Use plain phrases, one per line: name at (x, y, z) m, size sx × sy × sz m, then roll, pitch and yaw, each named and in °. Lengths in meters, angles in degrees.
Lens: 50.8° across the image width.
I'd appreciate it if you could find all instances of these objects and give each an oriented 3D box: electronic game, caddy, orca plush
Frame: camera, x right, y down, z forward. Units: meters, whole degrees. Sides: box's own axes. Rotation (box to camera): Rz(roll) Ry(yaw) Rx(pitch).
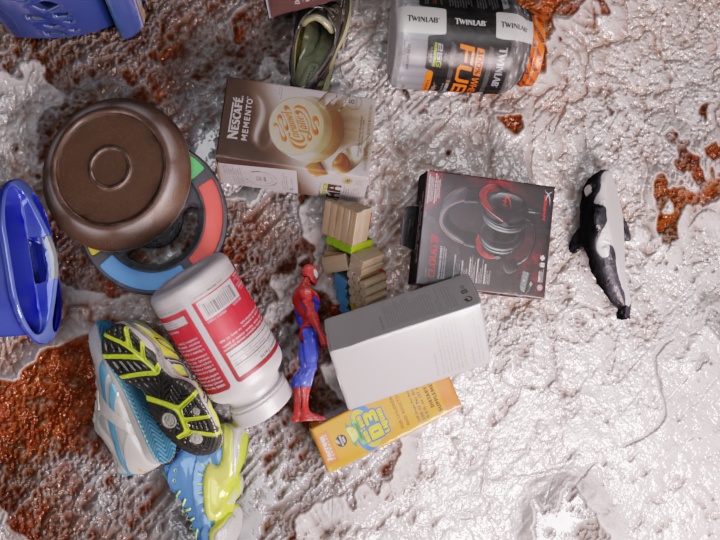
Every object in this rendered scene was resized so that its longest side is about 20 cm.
electronic game at (-0.273, -0.070, 1.000) m, size 0.194 × 0.042 × 0.206 m, roll 0°, pitch 88°, yaw -5°
caddy at (-0.425, -0.007, 0.936) m, size 0.102 × 0.141 × 0.206 m, roll -10°, pitch 89°, yaw 0°
orca plush at (0.329, -0.031, 1.052) m, size 0.104 × 0.070 × 0.205 m, roll -20°, pitch 96°, yaw -50°

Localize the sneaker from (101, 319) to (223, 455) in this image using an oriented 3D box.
sneaker at (-0.234, 0.139, 0.950) m, size 0.075 × 0.076 × 0.202 m, roll -35°, pitch 94°, yaw 17°

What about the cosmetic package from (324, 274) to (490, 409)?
cosmetic package at (0.060, 0.090, 0.959) m, size 0.195 × 0.075 × 0.104 m, roll -16°, pitch 123°, yaw -1°

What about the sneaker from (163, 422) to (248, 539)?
sneaker at (-0.206, 0.298, 0.986) m, size 0.102 × 0.076 × 0.206 m, roll 6°, pitch 80°, yaw 8°

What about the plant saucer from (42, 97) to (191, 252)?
plant saucer at (-0.316, -0.128, 0.971) m, size 0.194 × 0.032 × 0.206 m, roll 0°, pitch 81°, yaw 1°

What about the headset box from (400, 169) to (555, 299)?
headset box at (0.150, -0.047, 1.017) m, size 0.194 × 0.075 × 0.153 m, roll 7°, pitch 88°, yaw -5°

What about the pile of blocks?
pile of blocks at (0.000, 0.000, 1.020) m, size 0.061 × 0.081 × 0.206 m, roll -19°, pitch 101°, yaw -47°

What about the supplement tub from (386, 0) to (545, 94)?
supplement tub at (0.136, -0.299, 1.001) m, size 0.194 × 0.123 × 0.126 m, roll 2°, pitch 88°, yaw -4°

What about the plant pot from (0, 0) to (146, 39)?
plant pot at (-0.355, -0.403, 0.931) m, size 0.174 × 0.200 × 0.206 m, roll 4°, pitch 87°, yaw -11°

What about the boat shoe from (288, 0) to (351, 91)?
boat shoe at (-0.053, -0.324, 1.014) m, size 0.070 × 0.066 × 0.207 m, roll 13°, pitch 86°, yaw -1°

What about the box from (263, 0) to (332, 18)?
box at (-0.052, -0.456, 0.945) m, size 0.195 × 0.165 × 0.169 m, roll -17°, pitch 62°, yaw -5°

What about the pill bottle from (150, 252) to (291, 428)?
pill bottle at (-0.169, 0.091, 0.959) m, size 0.111 × 0.112 × 0.203 m, roll -30°, pitch 104°, yaw -5°

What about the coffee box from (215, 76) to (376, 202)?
coffee box at (-0.083, -0.168, 0.990) m, size 0.194 × 0.080 × 0.118 m, roll 7°, pitch 73°, yaw -5°

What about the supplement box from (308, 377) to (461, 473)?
supplement box at (0.031, 0.192, 1.005) m, size 0.196 × 0.069 × 0.068 m, roll -26°, pitch 90°, yaw -4°

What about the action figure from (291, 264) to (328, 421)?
action figure at (-0.067, 0.093, 0.997) m, size 0.050 × 0.065 × 0.206 m, roll 0°, pitch 80°, yaw -16°

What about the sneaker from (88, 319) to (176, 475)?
sneaker at (-0.311, 0.163, 0.972) m, size 0.079 × 0.076 × 0.204 m, roll -26°, pitch 80°, yaw 20°
